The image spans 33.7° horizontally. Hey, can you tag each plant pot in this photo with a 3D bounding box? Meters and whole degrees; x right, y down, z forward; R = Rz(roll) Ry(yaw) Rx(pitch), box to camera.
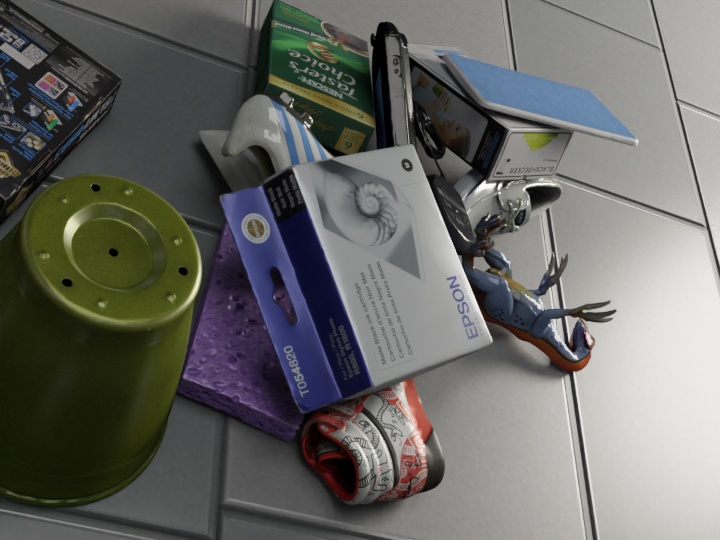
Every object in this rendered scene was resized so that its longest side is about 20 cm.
[{"bbox_3d":[-0.207,0.037,0.872,0.197,0.193,0.203,16,48,-19],"label":"plant pot"}]

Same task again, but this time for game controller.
[{"bbox_3d":[0.029,-0.143,1.196,0.041,0.104,0.204,0,74,-14],"label":"game controller"}]

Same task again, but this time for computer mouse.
[{"bbox_3d":[0.070,-0.092,1.185,0.058,0.034,0.202,35,31,-41],"label":"computer mouse"}]

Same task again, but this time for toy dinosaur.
[{"bbox_3d":[0.160,0.035,1.206,0.183,0.197,0.105,63,22,-21],"label":"toy dinosaur"}]

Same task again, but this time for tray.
[{"bbox_3d":[-0.069,-0.071,1.136,0.106,0.022,0.201,-2,48,-43],"label":"tray"}]

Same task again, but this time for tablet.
[{"bbox_3d":[0.191,-0.181,1.267,0.197,0.014,0.131,10,29,-24],"label":"tablet"}]

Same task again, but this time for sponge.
[{"bbox_3d":[-0.090,0.044,1.055,0.110,0.030,0.202,24,47,-15],"label":"sponge"}]

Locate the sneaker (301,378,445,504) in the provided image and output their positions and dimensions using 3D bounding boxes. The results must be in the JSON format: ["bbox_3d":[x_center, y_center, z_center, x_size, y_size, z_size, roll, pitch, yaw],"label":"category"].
[{"bbox_3d":[-0.010,0.106,1.030,0.107,0.067,0.204,-6,62,-38],"label":"sneaker"}]

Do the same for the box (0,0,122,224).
[{"bbox_3d":[-0.343,-0.162,1.047,0.199,0.050,0.200,34,46,-5],"label":"box"}]

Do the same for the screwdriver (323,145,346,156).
[{"bbox_3d":[-0.053,-0.117,1.164,0.029,0.028,0.199,20,12,28],"label":"screwdriver"}]

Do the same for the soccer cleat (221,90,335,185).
[{"bbox_3d":[-0.043,-0.075,1.095,0.199,0.070,0.087,41,74,-16],"label":"soccer cleat"}]

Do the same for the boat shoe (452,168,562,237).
[{"bbox_3d":[0.152,-0.074,1.260,0.066,0.074,0.199,33,41,22],"label":"boat shoe"}]

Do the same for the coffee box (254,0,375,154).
[{"bbox_3d":[-0.047,-0.202,1.234,0.121,0.044,0.201,22,33,-16],"label":"coffee box"}]

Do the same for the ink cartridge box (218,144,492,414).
[{"bbox_3d":[0.000,0.000,1.015,0.198,0.040,0.202,-16,80,-37],"label":"ink cartridge box"}]

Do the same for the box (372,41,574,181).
[{"bbox_3d":[0.120,-0.173,1.280,0.115,0.061,0.200,-4,37,-42],"label":"box"}]
